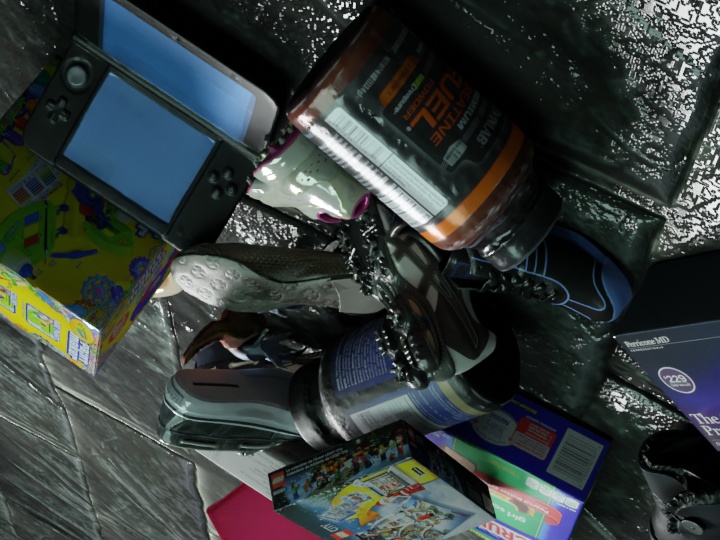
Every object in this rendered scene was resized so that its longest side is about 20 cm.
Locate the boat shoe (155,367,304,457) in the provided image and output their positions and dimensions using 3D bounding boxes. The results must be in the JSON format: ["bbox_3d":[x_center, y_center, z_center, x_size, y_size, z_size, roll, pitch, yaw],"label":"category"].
[{"bbox_3d":[-0.104,0.136,1.338,0.198,0.071,0.072,12,-150,-36],"label":"boat shoe"}]

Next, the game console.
[{"bbox_3d":[-0.183,-0.126,1.213,0.199,0.177,0.116,33,-169,2],"label":"game console"}]

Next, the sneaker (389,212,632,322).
[{"bbox_3d":[0.114,-0.007,1.124,0.199,0.078,0.070,33,152,3],"label":"sneaker"}]

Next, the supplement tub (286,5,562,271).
[{"bbox_3d":[0.051,-0.089,1.035,0.199,0.107,0.107,39,152,-12],"label":"supplement tub"}]

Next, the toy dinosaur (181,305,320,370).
[{"bbox_3d":[-0.113,0.037,1.374,0.198,0.106,0.181,4,179,-32],"label":"toy dinosaur"}]

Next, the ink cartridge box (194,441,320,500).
[{"bbox_3d":[-0.055,0.192,1.448,0.175,0.045,0.199,13,-175,-36],"label":"ink cartridge box"}]

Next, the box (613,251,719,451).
[{"bbox_3d":[0.302,0.054,1.023,0.141,0.079,0.199,47,150,-18],"label":"box"}]

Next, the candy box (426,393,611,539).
[{"bbox_3d":[0.143,0.200,1.421,0.168,0.077,0.201,26,153,13],"label":"candy box"}]

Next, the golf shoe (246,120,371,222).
[{"bbox_3d":[-0.040,-0.069,1.146,0.091,0.076,0.200,39,178,-4],"label":"golf shoe"}]

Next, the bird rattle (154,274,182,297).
[{"bbox_3d":[-0.258,-0.001,1.520,0.161,0.114,0.201,5,147,16],"label":"bird rattle"}]

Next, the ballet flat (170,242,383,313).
[{"bbox_3d":[-0.066,0.001,1.245,0.198,0.047,0.068,3,136,13],"label":"ballet flat"}]

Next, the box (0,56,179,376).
[{"bbox_3d":[-0.265,-0.050,1.333,0.192,0.201,0.122,33,153,3],"label":"box"}]

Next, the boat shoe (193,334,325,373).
[{"bbox_3d":[-0.094,0.094,1.520,0.198,0.094,0.075,-17,152,19],"label":"boat shoe"}]

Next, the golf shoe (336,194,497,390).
[{"bbox_3d":[0.044,-0.003,1.175,0.202,0.094,0.078,70,156,17],"label":"golf shoe"}]

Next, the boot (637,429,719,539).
[{"bbox_3d":[0.335,0.228,1.258,0.199,0.077,0.169,26,156,28],"label":"boot"}]

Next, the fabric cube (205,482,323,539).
[{"bbox_3d":[-0.018,0.315,1.579,0.200,0.196,0.200,56,175,-36],"label":"fabric cube"}]

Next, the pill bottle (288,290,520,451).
[{"bbox_3d":[0.034,0.095,1.276,0.199,0.112,0.112,-24,121,36],"label":"pill bottle"}]

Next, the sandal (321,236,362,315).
[{"bbox_3d":[-0.001,-0.001,1.289,0.075,0.048,0.201,34,151,-2],"label":"sandal"}]

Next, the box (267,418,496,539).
[{"bbox_3d":[0.023,0.205,1.300,0.135,0.038,0.200,-23,147,17],"label":"box"}]
